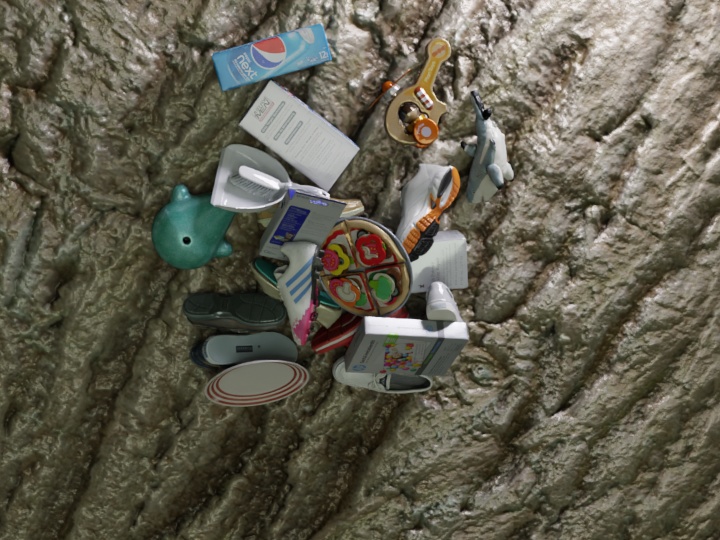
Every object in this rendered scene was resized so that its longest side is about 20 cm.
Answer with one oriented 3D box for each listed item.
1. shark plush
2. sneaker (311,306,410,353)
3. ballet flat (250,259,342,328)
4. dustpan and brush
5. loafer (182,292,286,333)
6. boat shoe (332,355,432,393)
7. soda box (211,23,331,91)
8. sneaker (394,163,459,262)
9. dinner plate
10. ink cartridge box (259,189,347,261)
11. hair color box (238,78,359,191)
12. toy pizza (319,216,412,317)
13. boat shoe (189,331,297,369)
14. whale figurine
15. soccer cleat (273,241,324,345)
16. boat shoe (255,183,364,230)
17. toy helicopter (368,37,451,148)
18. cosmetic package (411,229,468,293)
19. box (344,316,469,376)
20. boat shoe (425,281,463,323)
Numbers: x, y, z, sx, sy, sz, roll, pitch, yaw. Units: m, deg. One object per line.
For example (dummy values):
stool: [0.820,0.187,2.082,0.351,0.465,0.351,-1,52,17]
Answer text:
shark plush: [0.220,-0.224,1.657,0.082,0.091,0.202,-4,115,26]
sneaker: [0.012,0.134,1.732,0.199,0.079,0.116,-27,115,13]
ballet flat: [-0.129,0.050,1.699,0.199,0.070,0.070,28,102,-14]
dustpan and brush: [-0.154,-0.151,1.604,0.198,0.141,0.057,18,145,-19]
loafer: [-0.230,0.084,1.684,0.198,0.072,0.063,6,141,9]
boat shoe: [0.045,0.202,1.760,0.198,0.065,0.074,0,107,-7]
soda box: [-0.154,-0.371,1.565,0.198,0.068,0.065,-17,108,-1]
sneaker: [0.101,-0.106,1.651,0.201,0.092,0.076,-59,138,-11]
dinner plate: [-0.196,0.208,1.702,0.198,0.024,0.201,-9,151,-5]
ink cartridge box: [-0.102,-0.084,1.588,0.098,0.040,0.200,13,144,-21]
hair color box: [-0.110,-0.243,1.612,0.199,0.061,0.100,36,99,-16]
toy pizza: [0.000,0.000,1.630,0.198,0.032,0.202,12,120,22]
boat shoe: [-0.223,0.153,1.718,0.199,0.091,0.072,8,76,-35]
whale figurine: [-0.281,-0.086,1.617,0.199,0.104,0.160,-35,107,1]
soccer cleat: [-0.116,0.037,1.630,0.085,0.070,0.202,11,115,6]
boat shoe: [-0.094,-0.122,1.650,0.198,0.072,0.077,-7,95,-4]
toy helicopter: [0.100,-0.325,1.618,0.131,0.079,0.202,23,92,-4]
cosmetic package: [0.098,-0.013,1.700,0.198,0.074,0.103,-7,106,-6]
box: [0.083,0.143,1.679,0.198,0.042,0.156,5,147,-14]
boat shoe: [0.155,0.079,1.700,0.071,0.200,0.069,-9,66,15]
